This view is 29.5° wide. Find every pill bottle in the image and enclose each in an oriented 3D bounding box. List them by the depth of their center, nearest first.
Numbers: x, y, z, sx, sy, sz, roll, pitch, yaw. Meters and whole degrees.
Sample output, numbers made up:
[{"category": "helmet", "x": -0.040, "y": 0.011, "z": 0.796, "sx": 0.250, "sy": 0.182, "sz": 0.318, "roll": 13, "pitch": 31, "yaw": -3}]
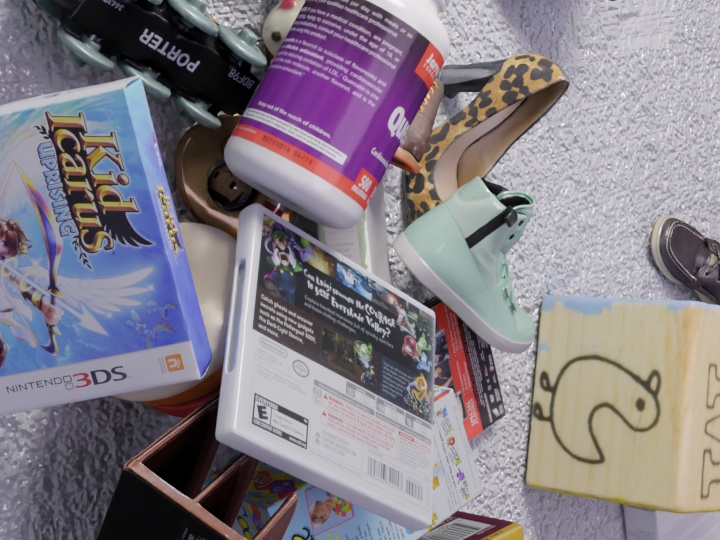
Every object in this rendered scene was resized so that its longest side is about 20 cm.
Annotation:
[{"category": "pill bottle", "x": -0.009, "y": -0.138, "z": 0.998, "sx": 0.112, "sy": 0.112, "sz": 0.200, "roll": 32, "pitch": 85, "yaw": -41}]

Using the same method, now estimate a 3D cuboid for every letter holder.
[{"category": "letter holder", "x": -0.115, "y": 0.202, "z": 0.970, "sx": 0.142, "sy": 0.100, "sz": 0.200, "roll": -39, "pitch": 158, "yaw": -56}]

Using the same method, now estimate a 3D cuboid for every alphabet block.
[{"category": "alphabet block", "x": 0.305, "y": 0.134, "z": 1.401, "sx": 0.196, "sy": 0.195, "sz": 0.201, "roll": 8, "pitch": 85, "yaw": -43}]

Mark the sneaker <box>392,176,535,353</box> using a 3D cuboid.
[{"category": "sneaker", "x": 0.131, "y": -0.005, "z": 1.235, "sx": 0.118, "sy": 0.074, "sz": 0.200, "roll": -41, "pitch": 133, "yaw": 11}]

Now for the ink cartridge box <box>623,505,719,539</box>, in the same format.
[{"category": "ink cartridge box", "x": 0.375, "y": 0.325, "z": 1.586, "sx": 0.162, "sy": 0.057, "sz": 0.201, "roll": -26, "pitch": 118, "yaw": -41}]

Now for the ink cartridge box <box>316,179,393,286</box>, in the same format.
[{"category": "ink cartridge box", "x": 0.000, "y": 0.000, "z": 1.138, "sx": 0.146, "sy": 0.048, "sz": 0.201, "roll": -61, "pitch": 146, "yaw": -78}]

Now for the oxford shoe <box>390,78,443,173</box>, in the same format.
[{"category": "oxford shoe", "x": 0.031, "y": -0.132, "z": 1.129, "sx": 0.071, "sy": 0.200, "sz": 0.073, "roll": 28, "pitch": 105, "yaw": -8}]

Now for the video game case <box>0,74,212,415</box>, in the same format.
[{"category": "video game case", "x": -0.209, "y": -0.010, "z": 0.901, "sx": 0.045, "sy": 0.181, "sz": 0.201, "roll": -76, "pitch": 154, "yaw": -73}]

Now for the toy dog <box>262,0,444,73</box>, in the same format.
[{"category": "toy dog", "x": -0.014, "y": -0.227, "z": 1.126, "sx": 0.200, "sy": 0.139, "sz": 0.194, "roll": -64, "pitch": 148, "yaw": -20}]

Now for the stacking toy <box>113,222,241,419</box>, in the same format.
[{"category": "stacking toy", "x": -0.115, "y": 0.070, "z": 1.051, "sx": 0.146, "sy": 0.146, "sz": 0.200, "roll": -63, "pitch": 148, "yaw": -22}]

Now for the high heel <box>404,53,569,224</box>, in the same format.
[{"category": "high heel", "x": 0.114, "y": -0.099, "z": 1.232, "sx": 0.071, "sy": 0.142, "sz": 0.201, "roll": 19, "pitch": 79, "yaw": -44}]

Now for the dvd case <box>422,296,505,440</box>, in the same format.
[{"category": "dvd case", "x": 0.054, "y": 0.110, "z": 1.270, "sx": 0.200, "sy": 0.022, "sz": 0.147, "roll": -29, "pitch": 112, "yaw": -41}]

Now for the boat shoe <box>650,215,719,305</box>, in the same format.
[{"category": "boat shoe", "x": 0.405, "y": -0.003, "z": 1.580, "sx": 0.200, "sy": 0.065, "sz": 0.072, "roll": 39, "pitch": 67, "yaw": -38}]

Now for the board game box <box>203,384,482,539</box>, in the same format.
[{"category": "board game box", "x": -0.014, "y": 0.180, "z": 1.132, "sx": 0.200, "sy": 0.103, "sz": 0.105, "roll": -28, "pitch": 111, "yaw": -33}]

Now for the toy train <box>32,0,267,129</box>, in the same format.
[{"category": "toy train", "x": -0.153, "y": -0.177, "z": 0.987, "sx": 0.200, "sy": 0.114, "sz": 0.085, "roll": 26, "pitch": 107, "yaw": -45}]

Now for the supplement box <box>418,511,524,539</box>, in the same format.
[{"category": "supplement box", "x": 0.082, "y": 0.337, "z": 1.250, "sx": 0.131, "sy": 0.103, "sz": 0.201, "roll": -14, "pitch": 101, "yaw": -44}]

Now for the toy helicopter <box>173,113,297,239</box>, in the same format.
[{"category": "toy helicopter", "x": -0.087, "y": -0.025, "z": 1.082, "sx": 0.132, "sy": 0.079, "sz": 0.201, "roll": -30, "pitch": 106, "yaw": -22}]

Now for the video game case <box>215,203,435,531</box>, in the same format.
[{"category": "video game case", "x": -0.018, "y": 0.072, "z": 0.985, "sx": 0.200, "sy": 0.023, "sz": 0.182, "roll": 31, "pitch": 49, "yaw": -37}]
